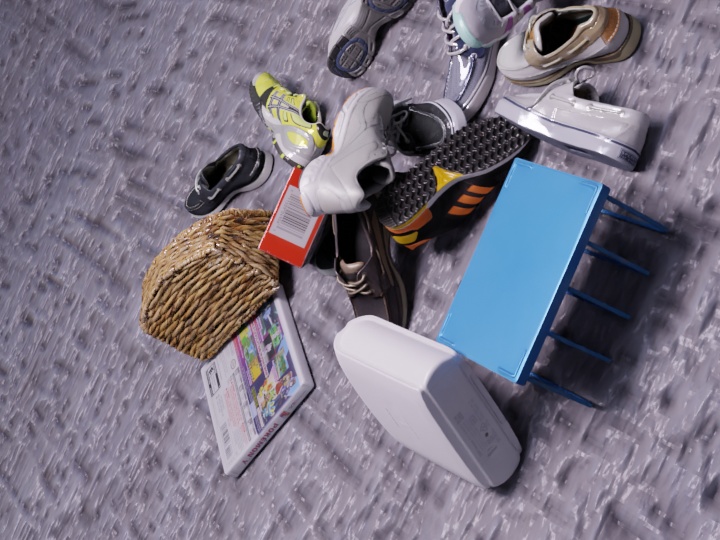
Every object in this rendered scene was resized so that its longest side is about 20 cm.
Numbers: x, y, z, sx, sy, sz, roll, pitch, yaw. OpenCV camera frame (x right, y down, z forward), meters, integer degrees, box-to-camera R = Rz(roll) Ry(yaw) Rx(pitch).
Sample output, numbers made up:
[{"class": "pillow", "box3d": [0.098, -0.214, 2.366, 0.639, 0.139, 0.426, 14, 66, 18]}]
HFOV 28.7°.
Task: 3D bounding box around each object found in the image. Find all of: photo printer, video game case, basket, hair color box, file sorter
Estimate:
[{"class": "photo printer", "box3d": [0.061, 0.132, 1.468, 0.069, 0.167, 0.199, -44, 31, -16]}, {"class": "video game case", "box3d": [-0.140, 0.142, 1.866, 0.183, 0.023, 0.201, -50, 36, 24]}, {"class": "basket", "box3d": [-0.212, -0.004, 1.922, 0.200, 0.142, 0.150, -43, 30, 34]}, {"class": "hair color box", "box3d": [-0.074, -0.066, 1.773, 0.200, 0.063, 0.112, -99, 33, -87]}, {"class": "file sorter", "box3d": [0.193, 0.014, 1.386, 0.138, 0.122, 0.202, 26, 93, 56]}]

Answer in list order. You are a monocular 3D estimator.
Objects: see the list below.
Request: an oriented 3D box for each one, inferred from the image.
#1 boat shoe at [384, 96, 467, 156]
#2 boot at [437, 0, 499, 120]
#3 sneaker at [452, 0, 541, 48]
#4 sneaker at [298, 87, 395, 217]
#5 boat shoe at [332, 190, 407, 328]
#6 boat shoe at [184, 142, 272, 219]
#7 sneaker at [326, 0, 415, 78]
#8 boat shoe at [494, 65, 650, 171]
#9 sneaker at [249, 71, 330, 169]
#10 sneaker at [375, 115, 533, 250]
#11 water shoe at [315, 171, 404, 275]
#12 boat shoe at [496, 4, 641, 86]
[{"class": "boat shoe", "box3d": [0.057, -0.175, 1.712, 0.199, 0.068, 0.074, 27, 125, 57]}, {"class": "boot", "box3d": [0.120, -0.285, 1.690, 0.072, 0.090, 0.202, 4, 74, 55]}, {"class": "sneaker", "box3d": [0.194, -0.330, 1.558, 0.139, 0.078, 0.200, -20, 24, 53]}, {"class": "sneaker", "box3d": [0.009, -0.132, 1.618, 0.091, 0.076, 0.201, 8, 51, 27]}, {"class": "boat shoe", "box3d": [0.000, 0.000, 1.652, 0.074, 0.073, 0.202, -13, 87, 37]}, {"class": "boat shoe", "box3d": [-0.210, -0.137, 2.091, 0.199, 0.060, 0.076, -31, 48, 42]}, {"class": "sneaker", "box3d": [0.011, -0.361, 1.907, 0.200, 0.074, 0.087, -50, 32, 23]}, {"class": "boat shoe", "box3d": [0.228, -0.173, 1.491, 0.201, 0.074, 0.087, 28, 92, 52]}, {"class": "sneaker", "box3d": [-0.094, -0.220, 1.979, 0.076, 0.075, 0.201, -45, 49, 17]}, {"class": "sneaker", "box3d": [0.114, -0.098, 1.612, 0.199, 0.090, 0.070, -33, 54, 3]}, {"class": "water shoe", "box3d": [-0.007, -0.068, 1.750, 0.200, 0.079, 0.072, -39, 42, 36]}, {"class": "boat shoe", "box3d": [0.216, -0.258, 1.561, 0.199, 0.068, 0.075, -11, 63, 52]}]
